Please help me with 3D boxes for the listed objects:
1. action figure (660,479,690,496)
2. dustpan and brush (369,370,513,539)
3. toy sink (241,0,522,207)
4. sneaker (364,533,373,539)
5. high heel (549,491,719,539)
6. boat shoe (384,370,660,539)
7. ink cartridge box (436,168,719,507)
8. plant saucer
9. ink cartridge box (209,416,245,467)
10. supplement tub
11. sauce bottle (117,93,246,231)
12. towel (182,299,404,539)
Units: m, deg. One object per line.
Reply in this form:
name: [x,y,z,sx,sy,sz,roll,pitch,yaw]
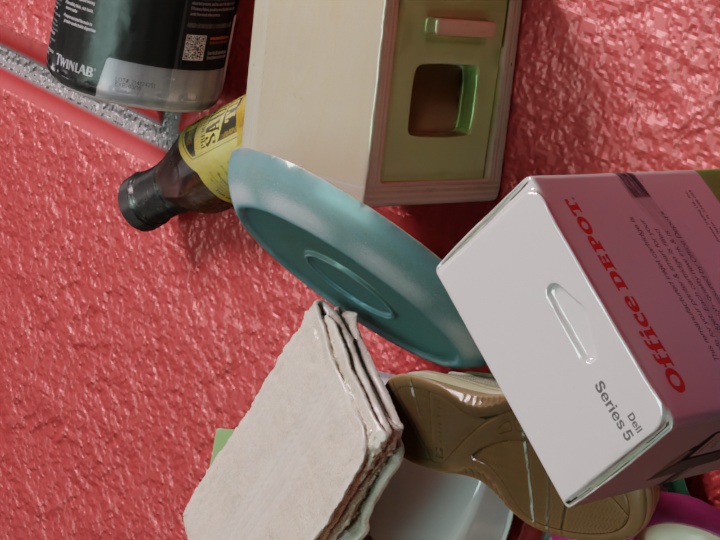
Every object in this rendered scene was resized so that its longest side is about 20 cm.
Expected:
action figure: [0.146,0.118,1.193,0.118,0.054,0.201,-32,75,40]
dustpan and brush: [0.047,0.170,1.292,0.139,0.057,0.202,10,94,50]
toy sink: [0.020,-0.146,1.233,0.112,0.130,0.202,14,102,40]
sneaker: [-0.015,0.267,1.332,0.082,0.074,0.202,-1,93,41]
high heel: [0.184,0.171,1.096,0.199,0.096,0.068,23,105,19]
boat shoe: [0.097,0.095,1.153,0.199,0.065,0.073,16,111,48]
ink cartridge box: [0.154,0.029,1.077,0.084,0.199,0.146,-44,65,35]
plant saucer: [0.000,0.000,1.192,0.199,0.200,0.028,26,75,38]
ink cartridge box: [-0.072,0.168,1.339,0.199,0.048,0.147,-3,71,53]
supplement tub: [-0.135,-0.215,1.370,0.122,0.122,0.201,24,109,38]
sauce bottle: [-0.086,-0.076,1.375,0.199,0.066,0.066,-24,77,38]
towel: [-0.042,0.128,1.239,0.201,0.034,0.133,-56,36,28]
